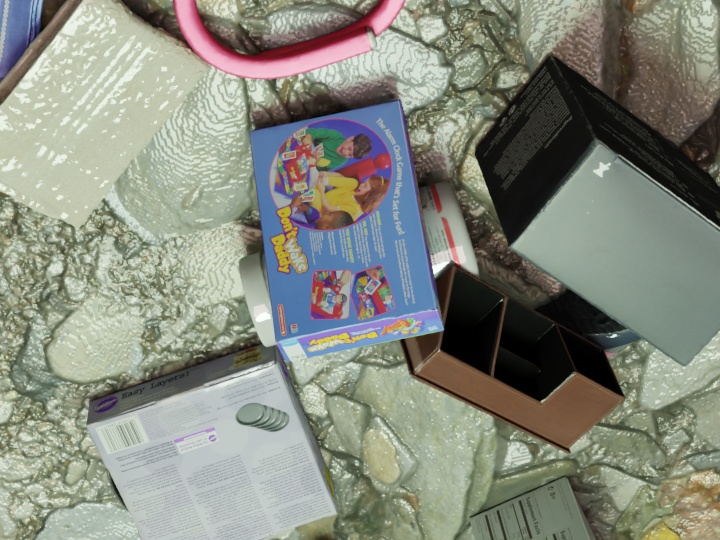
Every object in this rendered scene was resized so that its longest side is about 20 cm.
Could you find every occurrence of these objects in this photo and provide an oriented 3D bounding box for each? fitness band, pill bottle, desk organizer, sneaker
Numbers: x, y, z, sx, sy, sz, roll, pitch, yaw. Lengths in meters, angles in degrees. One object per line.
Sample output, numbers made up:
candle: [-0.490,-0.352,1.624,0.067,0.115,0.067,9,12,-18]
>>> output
fitness band: [-0.056,-0.236,1.280,0.199,0.037,0.144,-17,117,1]
pill bottle: [0.000,0.000,1.363,0.199,0.109,0.109,-16,117,3]
desk organizer: [0.131,0.079,1.345,0.200,0.072,0.077,28,119,-33]
sneaker: [0.199,0.071,1.452,0.199,0.070,0.082,-20,134,7]

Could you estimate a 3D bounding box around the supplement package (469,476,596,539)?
supplement package: [0.205,0.338,1.527,0.111,0.156,0.200,-25,116,7]

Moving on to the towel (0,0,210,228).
towel: [-0.234,-0.135,1.301,0.132,0.035,0.200,31,110,-36]

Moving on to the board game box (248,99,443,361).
board game box: [-0.014,-0.035,1.295,0.134,0.201,0.045,-11,154,5]

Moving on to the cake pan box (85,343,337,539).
cake pan box: [-0.141,0.180,1.473,0.199,0.052,0.185,-20,115,4]

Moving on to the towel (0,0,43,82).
towel: [-0.357,-0.231,1.259,0.199,0.024,0.145,9,115,-10]

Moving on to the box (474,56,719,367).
box: [0.215,-0.053,1.307,0.196,0.200,0.118,33,109,-19]
